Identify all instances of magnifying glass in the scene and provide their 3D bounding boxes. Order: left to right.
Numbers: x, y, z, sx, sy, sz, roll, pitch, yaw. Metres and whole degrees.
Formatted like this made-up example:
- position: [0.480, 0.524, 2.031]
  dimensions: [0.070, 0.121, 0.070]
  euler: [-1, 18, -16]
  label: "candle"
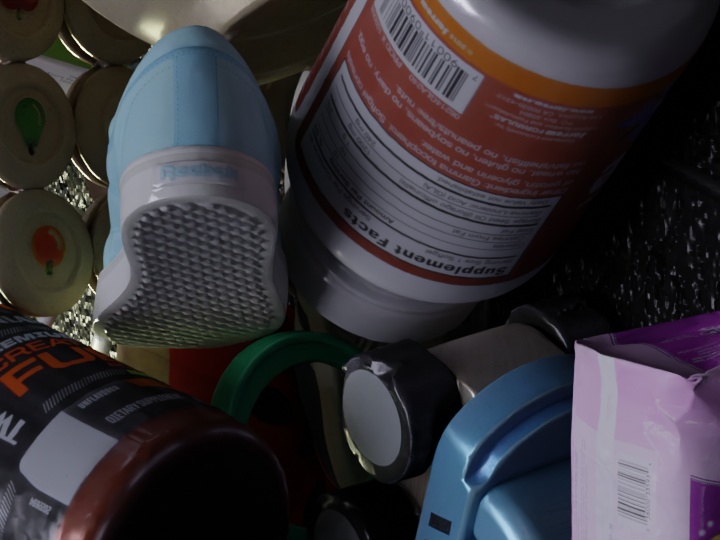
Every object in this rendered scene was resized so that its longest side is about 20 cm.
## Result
- position: [0.010, 0.110, 1.100]
  dimensions: [0.200, 0.080, 0.022]
  euler: [56, 152, -16]
  label: "magnifying glass"

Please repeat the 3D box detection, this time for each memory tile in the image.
- position: [-0.078, -0.058, 1.162]
  dimensions: [0.017, 0.200, 0.154]
  euler: [-9, 86, 45]
  label: "memory tile"

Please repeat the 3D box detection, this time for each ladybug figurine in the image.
- position: [-0.052, 0.066, 1.216]
  dimensions: [0.200, 0.072, 0.136]
  euler: [-90, -22, -69]
  label: "ladybug figurine"

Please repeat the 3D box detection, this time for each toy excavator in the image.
- position: [0.074, 0.137, 1.027]
  dimensions: [0.200, 0.100, 0.195]
  euler: [45, 136, 40]
  label: "toy excavator"

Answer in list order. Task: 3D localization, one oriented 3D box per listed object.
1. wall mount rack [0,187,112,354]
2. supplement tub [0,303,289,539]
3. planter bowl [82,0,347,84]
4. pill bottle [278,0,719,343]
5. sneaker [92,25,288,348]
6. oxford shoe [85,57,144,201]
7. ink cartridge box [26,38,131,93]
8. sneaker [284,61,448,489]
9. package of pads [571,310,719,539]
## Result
- position: [-0.181, -0.013, 1.428]
  dimensions: [0.075, 0.200, 0.174]
  euler: [-61, -6, 4]
  label: "wall mount rack"
- position: [-0.128, 0.072, 1.058]
  dimensions: [0.200, 0.107, 0.107]
  euler: [23, 118, 38]
  label: "supplement tub"
- position: [-0.037, -0.151, 1.074]
  dimensions: [0.135, 0.200, 0.200]
  euler: [65, 150, 10]
  label: "planter bowl"
- position: [0.039, -0.060, 1.016]
  dimensions: [0.200, 0.112, 0.112]
  euler: [-59, 45, 52]
  label: "pill bottle"
- position: [-0.058, -0.028, 1.049]
  dimensions: [0.200, 0.074, 0.082]
  euler: [119, 154, -69]
  label: "sneaker"
- position: [-0.075, -0.057, 1.307]
  dimensions: [0.085, 0.073, 0.200]
  euler: [70, 160, 6]
  label: "oxford shoe"
- position: [-0.170, -0.138, 1.360]
  dimensions: [0.200, 0.148, 0.076]
  euler: [147, 136, -61]
  label: "ink cartridge box"
- position: [0.000, 0.000, 1.158]
  dimensions: [0.085, 0.075, 0.201]
  euler: [171, 98, -76]
  label: "sneaker"
- position: [0.125, 0.111, 0.874]
  dimensions: [0.076, 0.120, 0.201]
  euler: [23, 117, 60]
  label: "package of pads"
